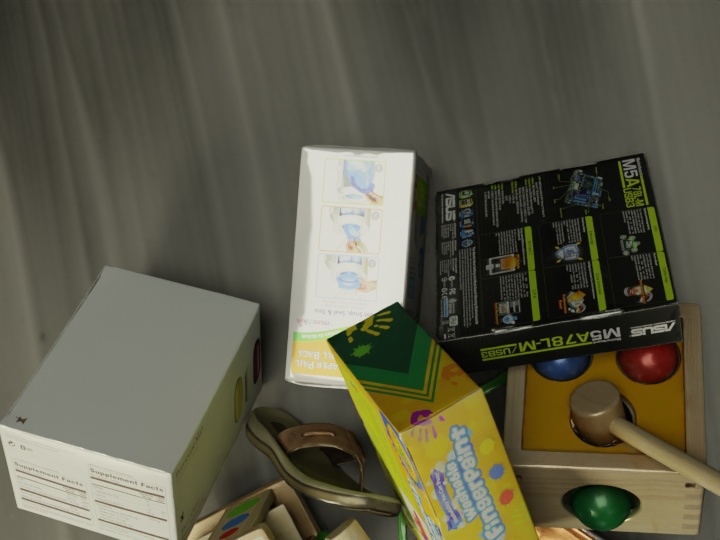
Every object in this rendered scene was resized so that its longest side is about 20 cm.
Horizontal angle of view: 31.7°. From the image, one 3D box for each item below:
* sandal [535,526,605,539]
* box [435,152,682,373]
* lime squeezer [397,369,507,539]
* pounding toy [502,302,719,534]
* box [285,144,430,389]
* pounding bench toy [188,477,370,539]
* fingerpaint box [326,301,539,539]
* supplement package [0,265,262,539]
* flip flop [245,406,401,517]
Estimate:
[{"bbox_3d":[0.200,0.263,1.035,0.205,0.059,0.080,30,91,5],"label":"sandal"},{"bbox_3d":[0.157,-0.009,1.053,0.190,0.202,0.048,-9,129,9],"label":"box"},{"bbox_3d":[0.060,0.165,1.128,0.070,0.038,0.202,29,80,-2],"label":"lime squeezer"},{"bbox_3d":[0.206,0.123,1.005,0.181,0.143,0.202,0,52,12],"label":"pounding toy"},{"bbox_3d":[0.000,0.000,1.114,0.100,0.112,0.204,4,88,10],"label":"box"},{"bbox_3d":[-0.063,0.257,1.086,0.198,0.156,0.126,-28,95,10],"label":"pounding bench toy"},{"bbox_3d":[0.063,0.149,0.988,0.073,0.167,0.202,-27,117,-9],"label":"fingerpaint box"},{"bbox_3d":[-0.189,0.115,1.094,0.153,0.112,0.201,13,45,12],"label":"supplement package"},{"bbox_3d":[-0.033,0.154,1.091,0.199,0.080,0.058,33,99,54],"label":"flip flop"}]
